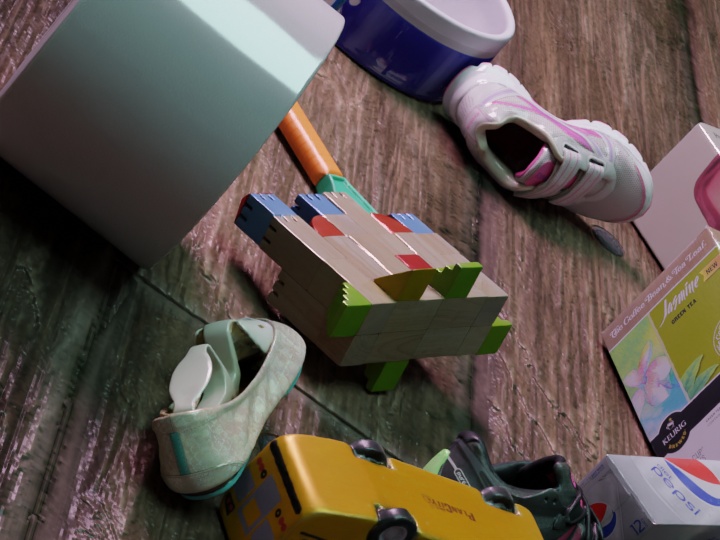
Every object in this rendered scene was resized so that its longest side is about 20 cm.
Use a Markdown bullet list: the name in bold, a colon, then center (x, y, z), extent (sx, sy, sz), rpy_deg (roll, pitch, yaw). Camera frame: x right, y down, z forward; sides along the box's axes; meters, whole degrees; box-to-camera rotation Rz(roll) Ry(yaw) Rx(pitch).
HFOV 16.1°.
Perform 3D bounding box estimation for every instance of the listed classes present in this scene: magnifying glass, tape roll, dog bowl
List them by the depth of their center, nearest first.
- **tape roll**: center (-0.125, -0.121, 1.568), extent (0.139, 0.203, 0.203), rpy_deg (38, 24, -10)
- **magnifying glass**: center (-0.012, -0.050, 1.848), extent (0.080, 0.022, 0.200), rpy_deg (12, 37, -50)
- **dog bowl**: center (0.032, -0.238, 2.166), extent (0.200, 0.079, 0.200), rpy_deg (34, 24, -18)

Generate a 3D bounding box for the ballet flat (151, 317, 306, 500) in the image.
- **ballet flat**: center (-0.076, 0.062, 1.488), extent (0.200, 0.067, 0.062), rpy_deg (-71, 143, -65)

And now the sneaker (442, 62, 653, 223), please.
- **sneaker**: center (0.156, -0.089, 2.118), extent (0.200, 0.081, 0.088), rpy_deg (26, 28, -15)

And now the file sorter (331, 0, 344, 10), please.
- **file sorter**: center (-0.099, -0.266, 1.919), extent (0.200, 0.139, 0.123), rpy_deg (49, 23, 13)

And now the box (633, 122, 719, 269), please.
- **box**: center (0.343, -0.014, 2.232), extent (0.128, 0.109, 0.200), rpy_deg (17, 34, -44)

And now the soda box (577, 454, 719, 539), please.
- **soda box**: center (0.218, 0.174, 1.770), extent (0.200, 0.068, 0.063), rpy_deg (8, 41, -52)

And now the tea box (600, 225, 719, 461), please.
- **tea box**: center (0.322, 0.102, 1.970), extent (0.200, 0.134, 0.197), rpy_deg (25, 29, -35)

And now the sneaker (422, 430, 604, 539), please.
- **sneaker**: center (0.123, 0.163, 1.603), extent (0.200, 0.084, 0.077), rpy_deg (30, -1, -30)

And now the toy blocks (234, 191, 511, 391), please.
- **toy blocks**: center (0.000, 0.000, 1.713), extent (0.137, 0.100, 0.200), rpy_deg (42, 26, 30)

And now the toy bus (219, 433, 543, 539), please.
- **toy bus**: center (0.022, 0.156, 1.477), extent (0.200, 0.078, 0.065), rpy_deg (23, 29, -38)
